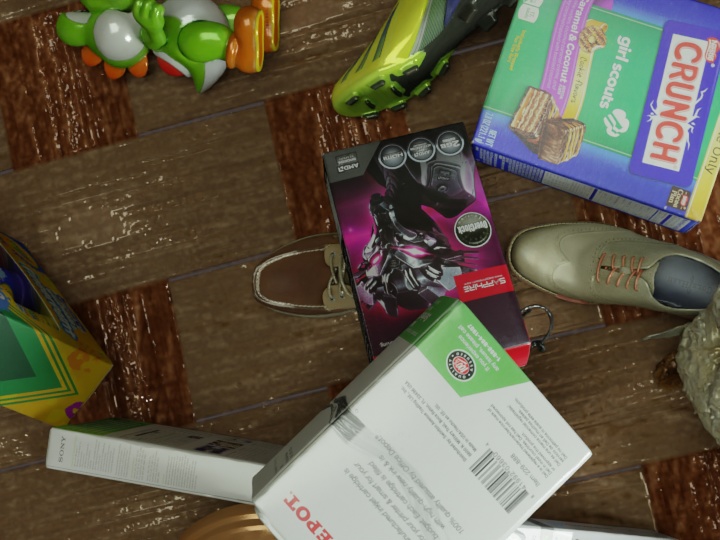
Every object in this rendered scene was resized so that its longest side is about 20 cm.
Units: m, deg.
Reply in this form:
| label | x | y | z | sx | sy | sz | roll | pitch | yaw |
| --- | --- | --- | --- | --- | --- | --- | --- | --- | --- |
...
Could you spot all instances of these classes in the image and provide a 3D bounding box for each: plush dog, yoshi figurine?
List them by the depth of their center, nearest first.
| label | x | y | z | sx | sy | sz | roll | pitch | yaw |
| --- | --- | --- | --- | --- | --- | --- | --- | --- | --- |
| plush dog | 0.317 | 0.115 | 0.865 | 0.160 | 0.198 | 0.174 | -37 | 55 | 33 |
| yoshi figurine | -0.174 | -0.233 | 0.980 | 0.196 | 0.113 | 0.114 | 5 | 72 | 10 |

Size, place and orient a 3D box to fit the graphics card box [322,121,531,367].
| label | x | y | z | sx | sy | sz | roll | pitch | yaw |
| --- | --- | --- | --- | --- | --- | --- | --- | --- | --- |
| graphics card box | 0.049 | -0.010 | 0.893 | 0.123 | 0.051 | 0.203 | -12 | 67 | -3 |

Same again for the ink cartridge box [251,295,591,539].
| label | x | y | z | sx | sy | sz | roll | pitch | yaw |
| --- | --- | --- | --- | --- | --- | --- | --- | --- | --- |
| ink cartridge box | 0.038 | 0.139 | 0.794 | 0.200 | 0.084 | 0.146 | -42 | 96 | -3 |

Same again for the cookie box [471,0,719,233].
| label | x | y | z | sx | sy | sz | roll | pitch | yaw |
| --- | --- | --- | --- | --- | --- | --- | --- | --- | --- |
| cookie box | 0.211 | -0.147 | 0.934 | 0.197 | 0.075 | 0.174 | 19 | 89 | 7 |

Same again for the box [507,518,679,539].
| label | x | y | z | sx | sy | sz | roll | pitch | yaw |
| --- | --- | --- | --- | --- | --- | --- | --- | --- | --- |
| box | 0.158 | 0.279 | 0.884 | 0.197 | 0.041 | 0.159 | 11 | 88 | -28 |

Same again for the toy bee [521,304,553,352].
| label | x | y | z | sx | sy | sz | roll | pitch | yaw |
| --- | --- | --- | --- | --- | --- | --- | --- | --- | --- |
| toy bee | 0.078 | 0.120 | 0.911 | 0.130 | 0.109 | 0.201 | 24 | 114 | -25 |

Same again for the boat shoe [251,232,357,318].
| label | x | y | z | sx | sy | sz | roll | pitch | yaw |
| --- | --- | --- | --- | --- | --- | --- | --- | --- | --- |
| boat shoe | 0.000 | 0.000 | 0.956 | 0.196 | 0.072 | 0.077 | -7 | 86 | 7 |

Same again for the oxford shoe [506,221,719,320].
| label | x | y | z | sx | sy | sz | roll | pitch | yaw |
| --- | --- | --- | --- | --- | --- | --- | --- | --- | --- |
| oxford shoe | 0.219 | -0.004 | 0.926 | 0.196 | 0.074 | 0.072 | 8 | 88 | 8 |

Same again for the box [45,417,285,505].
| label | x | y | z | sx | sy | sz | roll | pitch | yaw |
| --- | --- | --- | --- | --- | --- | --- | --- | --- | --- |
| box | -0.141 | 0.157 | 0.931 | 0.196 | 0.144 | 0.037 | 10 | 87 | 8 |

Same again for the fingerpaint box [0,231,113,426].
| label | x | y | z | sx | sy | sz | roll | pitch | yaw |
| --- | --- | --- | --- | --- | --- | --- | --- | --- | --- |
| fingerpaint box | -0.317 | 0.020 | 0.911 | 0.074 | 0.166 | 0.200 | -50 | 50 | 3 |

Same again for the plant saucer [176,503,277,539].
| label | x | y | z | sx | sy | sz | roll | pitch | yaw |
| --- | --- | --- | --- | --- | --- | --- | --- | --- | --- |
| plant saucer | -0.072 | 0.283 | 0.925 | 0.196 | 0.038 | 0.203 | 2 | 115 | 3 |

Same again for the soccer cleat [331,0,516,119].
| label | x | y | z | sx | sy | sz | roll | pitch | yaw |
| --- | --- | --- | --- | --- | --- | --- | --- | --- | --- |
| soccer cleat | 0.048 | -0.209 | 0.955 | 0.199 | 0.064 | 0.085 | -39 | 62 | 25 |
